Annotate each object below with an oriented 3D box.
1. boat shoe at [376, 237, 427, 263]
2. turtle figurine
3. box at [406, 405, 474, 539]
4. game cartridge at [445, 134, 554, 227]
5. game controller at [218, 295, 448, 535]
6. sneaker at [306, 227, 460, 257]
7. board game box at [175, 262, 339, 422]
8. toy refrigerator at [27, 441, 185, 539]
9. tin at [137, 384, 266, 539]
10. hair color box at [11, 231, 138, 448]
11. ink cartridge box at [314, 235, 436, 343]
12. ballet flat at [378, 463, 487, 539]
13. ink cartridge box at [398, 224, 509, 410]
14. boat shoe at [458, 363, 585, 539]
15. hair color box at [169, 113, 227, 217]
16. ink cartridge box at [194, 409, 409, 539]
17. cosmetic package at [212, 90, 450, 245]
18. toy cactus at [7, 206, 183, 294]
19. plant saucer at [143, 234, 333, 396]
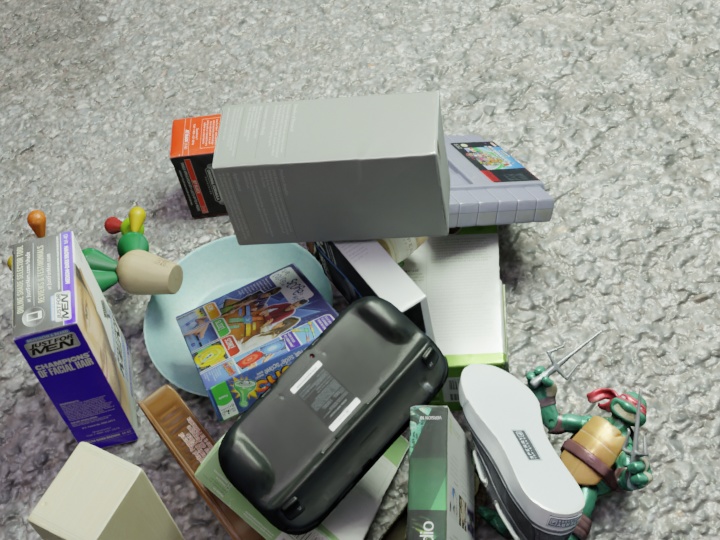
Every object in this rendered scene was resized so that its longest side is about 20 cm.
[{"bbox_3d":[0.000,-0.074,1.144,0.068,0.074,0.200,-25,50,-17],"label":"boat shoe"},{"bbox_3d":[0.199,0.163,0.995,0.149,0.101,0.201,28,78,47],"label":"turtle figurine"},{"bbox_3d":[0.065,0.225,0.914,0.036,0.145,0.203,-4,68,13],"label":"box"},{"bbox_3d":[0.106,-0.099,1.181,0.128,0.039,0.200,-8,27,-16],"label":"game cartridge"},{"bbox_3d":[-0.020,0.112,0.916,0.104,0.042,0.200,39,70,16],"label":"game controller"},{"bbox_3d":[0.036,-0.041,1.208,0.197,0.070,0.077,5,78,12],"label":"sneaker"},{"bbox_3d":[-0.092,0.060,1.050,0.134,0.035,0.200,-25,21,-8],"label":"board game box"},{"bbox_3d":[-0.201,0.230,0.949,0.069,0.201,0.076,19,59,22],"label":"toy refrigerator"},{"bbox_3d":[-0.135,0.185,1.026,0.042,0.113,0.200,-33,56,-17],"label":"tin"},{"bbox_3d":[-0.268,0.072,1.078,0.064,0.201,0.110,-14,52,-1],"label":"hair color box"},{"bbox_3d":[0.000,0.000,1.056,0.039,0.100,0.200,-30,51,-12],"label":"ink cartridge box"},{"bbox_3d":[0.042,0.241,0.996,0.067,0.047,0.200,35,66,29],"label":"ballet flat"},{"bbox_3d":[0.072,0.034,1.129,0.145,0.076,0.202,-3,50,8],"label":"ink cartridge box"},{"bbox_3d":[0.125,0.158,0.952,0.071,0.069,0.201,4,31,-22],"label":"boat shoe"},{"bbox_3d":[-0.102,-0.124,1.258,0.197,0.102,0.062,-7,51,5],"label":"hair color box"},{"bbox_3d":[-0.044,0.166,1.000,0.145,0.048,0.200,40,23,0],"label":"ink cartridge box"},{"bbox_3d":[-0.021,-0.088,0.998,0.197,0.108,0.091,-3,50,6],"label":"cosmetic package"},{"bbox_3d":[-0.259,-0.013,1.176,0.163,0.104,0.200,9,17,20],"label":"toy cactus"},{"bbox_3d":[-0.123,0.052,1.171,0.197,0.039,0.203,-4,53,6],"label":"plant saucer"}]
